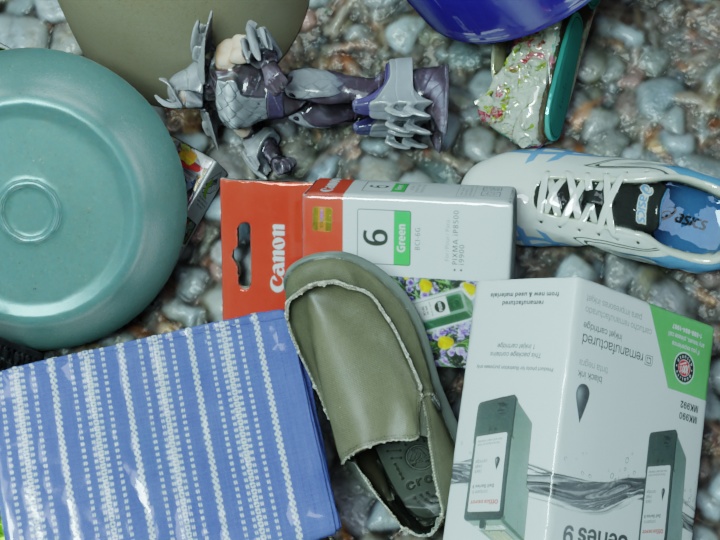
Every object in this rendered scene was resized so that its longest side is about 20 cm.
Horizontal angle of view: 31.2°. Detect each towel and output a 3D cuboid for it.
[{"bbox_3d":[-0.119,0.110,0.779,0.197,0.024,0.147,-11,73,-12],"label":"towel"}]

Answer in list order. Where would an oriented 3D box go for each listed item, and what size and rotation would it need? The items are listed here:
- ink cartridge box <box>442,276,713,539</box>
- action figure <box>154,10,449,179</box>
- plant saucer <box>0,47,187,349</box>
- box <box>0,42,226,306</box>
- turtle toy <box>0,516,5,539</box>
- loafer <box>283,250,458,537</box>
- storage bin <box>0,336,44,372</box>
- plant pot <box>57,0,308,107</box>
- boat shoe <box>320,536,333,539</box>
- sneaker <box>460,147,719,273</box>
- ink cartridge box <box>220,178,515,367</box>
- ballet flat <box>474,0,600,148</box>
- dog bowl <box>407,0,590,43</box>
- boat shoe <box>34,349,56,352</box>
[{"bbox_3d":[0.130,0.119,0.766,0.083,0.145,0.203,-3,75,48],"label":"ink cartridge box"},{"bbox_3d":[-0.040,-0.115,0.861,0.197,0.130,0.070,2,67,0],"label":"action figure"},{"bbox_3d":[-0.212,-0.041,0.836,0.197,0.036,0.203,-1,104,-4],"label":"plant saucer"},{"bbox_3d":[-0.206,-0.071,0.916,0.198,0.035,0.111,28,84,12],"label":"box"},{"bbox_3d":[-0.173,0.185,0.821,0.197,0.101,0.148,-3,76,-1],"label":"turtle toy"},{"bbox_3d":[0.014,0.079,0.788,0.074,0.070,0.201,-23,111,21],"label":"loafer"},{"bbox_3d":[-0.296,0.083,0.812,0.133,0.200,0.095,2,79,8],"label":"storage bin"},{"bbox_3d":[-0.140,-0.230,0.855,0.184,0.200,0.190,-2,79,8],"label":"plant pot"},{"bbox_3d":[-0.043,0.229,0.819,0.071,0.060,0.203,-12,77,6],"label":"boat shoe"},{"bbox_3d":[0.161,-0.045,0.840,0.197,0.072,0.073,9,81,11],"label":"sneaker"},{"bbox_3d":[0.000,0.000,0.836,0.197,0.050,0.111,3,106,9],"label":"ink cartridge box"},{"bbox_3d":[0.128,-0.180,0.875,0.063,0.076,0.202,15,77,28],"label":"ballet flat"},{"bbox_3d":[0.098,-0.250,0.837,0.198,0.079,0.202,-23,47,27],"label":"dog bowl"},{"bbox_3d":[-0.283,0.008,0.894,0.197,0.068,0.073,13,80,10],"label":"boat shoe"}]
